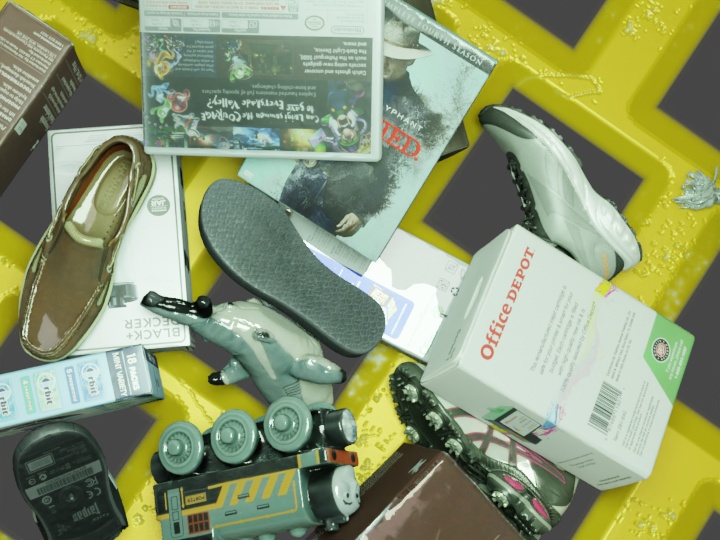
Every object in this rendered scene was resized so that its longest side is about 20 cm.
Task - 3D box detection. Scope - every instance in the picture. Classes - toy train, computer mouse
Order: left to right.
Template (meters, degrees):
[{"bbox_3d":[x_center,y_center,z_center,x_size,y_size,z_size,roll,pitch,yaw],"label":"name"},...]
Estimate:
[{"bbox_3d":[-0.264,0.214,1.104,0.140,0.046,0.200,-26,123,-9],"label":"computer mouse"},{"bbox_3d":[-0.089,0.176,1.110,0.199,0.085,0.114,-15,74,23],"label":"toy train"}]

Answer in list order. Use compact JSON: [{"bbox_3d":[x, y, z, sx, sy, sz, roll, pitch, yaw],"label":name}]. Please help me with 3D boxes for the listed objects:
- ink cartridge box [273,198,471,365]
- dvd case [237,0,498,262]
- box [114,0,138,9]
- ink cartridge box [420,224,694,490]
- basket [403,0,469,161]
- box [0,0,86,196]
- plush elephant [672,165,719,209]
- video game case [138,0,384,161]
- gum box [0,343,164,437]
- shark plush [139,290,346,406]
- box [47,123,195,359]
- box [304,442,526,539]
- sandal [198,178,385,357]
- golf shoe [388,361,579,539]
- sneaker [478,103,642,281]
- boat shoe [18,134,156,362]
[{"bbox_3d":[0.000,0.000,1.189,0.200,0.039,0.100,28,82,-3],"label":"ink cartridge box"},{"bbox_3d":[0.003,-0.127,1.096,0.146,0.022,0.200,33,107,2],"label":"dvd case"},{"bbox_3d":[-0.201,-0.272,1.140,0.199,0.160,0.044,20,83,-2],"label":"box"},{"bbox_3d":[0.172,0.077,1.138,0.200,0.084,0.145,31,64,-12],"label":"ink cartridge box"},{"bbox_3d":[0.010,-0.181,1.165,0.180,0.136,0.201,-24,92,-33],"label":"basket"},{"bbox_3d":[-0.327,-0.124,1.142,0.075,0.100,0.200,34,82,-1],"label":"box"},{"bbox_3d":[0.401,-0.064,1.173,0.199,0.155,0.165,13,82,-4],"label":"plush elephant"},{"bbox_3d":[-0.080,-0.182,1.063,0.199,0.023,0.183,2,107,4],"label":"video game case"},{"bbox_3d":[-0.268,0.108,1.084,0.199,0.170,0.045,-13,84,-7],"label":"gum box"},{"bbox_3d":[-0.097,0.076,1.124,0.200,0.091,0.083,27,108,-37],"label":"shark plush"},{"bbox_3d":[-0.211,-0.025,1.160,0.116,0.060,0.201,-3,84,-5],"label":"box"},{"bbox_3d":[0.062,0.273,1.090,0.166,0.164,0.200,-43,93,-10],"label":"box"},{"bbox_3d":[-0.067,0.005,1.137,0.200,0.043,0.076,44,63,-9],"label":"sandal"},{"bbox_3d":[0.109,0.150,1.174,0.200,0.077,0.088,47,61,0],"label":"golf shoe"},{"bbox_3d":[0.171,-0.068,1.196,0.079,0.074,0.200,-38,88,-3],"label":"sneaker"},{"bbox_3d":[-0.235,-0.022,1.090,0.074,0.075,0.203,20,82,-2],"label":"boat shoe"}]
